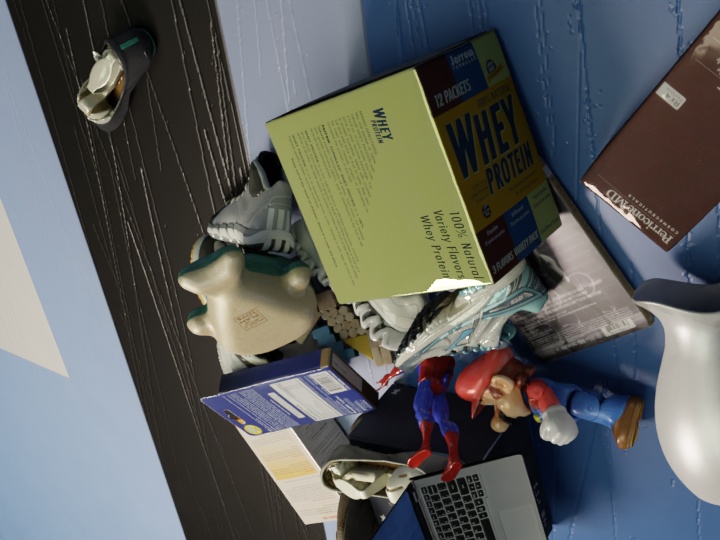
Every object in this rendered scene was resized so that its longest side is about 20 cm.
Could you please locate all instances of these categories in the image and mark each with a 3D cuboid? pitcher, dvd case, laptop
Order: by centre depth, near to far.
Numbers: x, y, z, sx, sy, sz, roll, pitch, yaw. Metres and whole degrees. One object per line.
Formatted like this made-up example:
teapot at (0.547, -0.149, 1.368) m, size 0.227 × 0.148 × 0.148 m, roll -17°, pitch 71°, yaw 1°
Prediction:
pitcher at (0.347, 0.101, 0.774) m, size 0.170 × 0.121 × 0.202 m, roll -9°, pitch 104°, yaw 26°
dvd case at (0.186, -0.004, 0.890) m, size 0.201 × 0.016 × 0.148 m, roll 53°, pitch 139°, yaw -7°
laptop at (0.107, 0.322, 0.926) m, size 0.198 × 0.116 × 0.189 m, roll -16°, pitch 118°, yaw 8°

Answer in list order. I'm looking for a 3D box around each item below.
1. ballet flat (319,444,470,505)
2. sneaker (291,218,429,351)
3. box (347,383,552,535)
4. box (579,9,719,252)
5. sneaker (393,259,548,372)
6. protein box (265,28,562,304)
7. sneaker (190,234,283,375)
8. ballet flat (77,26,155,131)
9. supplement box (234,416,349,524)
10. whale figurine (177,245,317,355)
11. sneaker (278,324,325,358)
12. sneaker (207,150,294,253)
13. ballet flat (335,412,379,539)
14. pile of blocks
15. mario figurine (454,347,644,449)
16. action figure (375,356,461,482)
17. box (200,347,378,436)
ballet flat at (0.035, 0.244, 0.993) m, size 0.198 × 0.064 × 0.068 m, roll -2°, pitch 114°, yaw 40°
sneaker at (0.000, 0.000, 1.018) m, size 0.200 × 0.075 × 0.081 m, roll 44°, pitch 113°, yaw 14°
box at (0.113, 0.265, 1.078) m, size 0.195 × 0.117 × 0.202 m, roll 3°, pitch 121°, yaw 38°
box at (0.276, -0.120, 0.688) m, size 0.100 × 0.075 × 0.201 m, roll 40°, pitch 139°, yaw 8°
sneaker at (0.114, 0.062, 0.913) m, size 0.086 × 0.078 × 0.200 m, roll 42°, pitch 125°, yaw -6°
protein box at (0.051, -0.093, 0.830) m, size 0.199 × 0.135 × 0.200 m, roll -9°, pitch 108°, yaw 45°
sneaker at (-0.151, 0.042, 1.113) m, size 0.087 × 0.075 × 0.202 m, roll -20°, pitch 90°, yaw 40°
ballet flat at (-0.325, -0.235, 1.100) m, size 0.073 × 0.073 × 0.200 m, roll 49°, pitch 138°, yaw -2°
supplement box at (-0.080, 0.270, 1.272) m, size 0.125 × 0.073 × 0.201 m, roll -23°, pitch 104°, yaw 46°
whale figurine at (-0.132, 0.017, 0.983) m, size 0.158 × 0.105 × 0.200 m, roll -26°, pitch 149°, yaw 11°
sneaker at (-0.095, 0.140, 1.185) m, size 0.115 × 0.075 × 0.200 m, roll 47°, pitch 135°, yaw 5°
sneaker at (-0.126, -0.088, 1.058) m, size 0.199 × 0.074 × 0.117 m, roll 14°, pitch 97°, yaw 58°
ballet flat at (-0.004, 0.283, 1.143) m, size 0.046 × 0.202 × 0.067 m, roll -16°, pitch 143°, yaw 37°
pile of blocks at (-0.038, 0.064, 1.085) m, size 0.199 × 0.062 × 0.082 m, roll 38°, pitch 96°, yaw 15°
mario figurine at (0.195, 0.154, 0.928) m, size 0.198 × 0.107 × 0.124 m, roll 13°, pitch 146°, yaw 23°
action figure at (0.067, 0.158, 0.982) m, size 0.065 × 0.201 × 0.099 m, roll 26°, pitch 126°, yaw -16°
box at (-0.091, 0.157, 1.092) m, size 0.198 × 0.033 × 0.121 m, roll -17°, pitch 139°, yaw 25°
